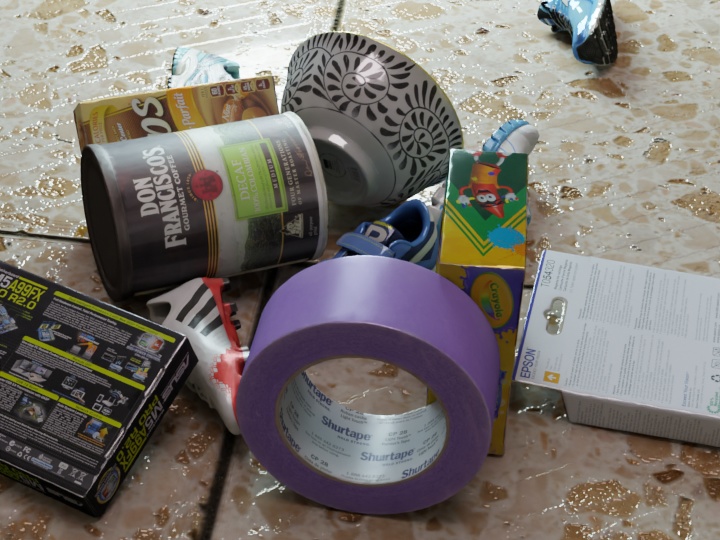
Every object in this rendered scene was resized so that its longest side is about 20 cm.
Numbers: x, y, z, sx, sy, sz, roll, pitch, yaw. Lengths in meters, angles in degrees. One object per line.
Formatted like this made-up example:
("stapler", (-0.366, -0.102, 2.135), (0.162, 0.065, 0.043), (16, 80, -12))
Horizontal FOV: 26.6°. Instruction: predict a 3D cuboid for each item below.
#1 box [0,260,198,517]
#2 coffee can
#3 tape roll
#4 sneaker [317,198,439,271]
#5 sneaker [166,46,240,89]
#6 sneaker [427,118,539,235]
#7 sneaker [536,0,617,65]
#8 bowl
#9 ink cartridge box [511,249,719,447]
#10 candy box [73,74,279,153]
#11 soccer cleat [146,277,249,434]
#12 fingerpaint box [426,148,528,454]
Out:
("box", (-0.260, 0.094, 1.258), (0.200, 0.044, 0.160), (20, 62, 20))
("coffee can", (-0.148, -0.062, 1.428), (0.200, 0.147, 0.146), (-12, 40, -20))
("tape roll", (0.007, 0.092, 1.196), (0.200, 0.200, 0.085), (7, 37, 5))
("sneaker", (0.000, 0.000, 1.413), (0.074, 0.082, 0.200), (29, 46, 28))
("sneaker", (-0.165, -0.181, 1.641), (0.086, 0.078, 0.200), (4, 38, -4))
("sneaker", (0.143, -0.078, 1.546), (0.087, 0.075, 0.200), (29, 50, 16))
("sneaker", (0.262, -0.303, 1.852), (0.090, 0.078, 0.200), (-11, 32, 13))
("bowl", (-0.008, -0.126, 1.495), (0.200, 0.201, 0.094), (21, 55, 21))
("ink cartridge box", (0.247, 0.067, 1.377), (0.200, 0.043, 0.196), (9, 39, 11))
("candy box", (-0.178, -0.123, 1.529), (0.200, 0.116, 0.055), (-11, -2, -18))
("soccer cleat", (-0.139, 0.077, 1.321), (0.085, 0.069, 0.200), (-15, 38, -5))
("fingerpaint box", (0.097, 0.026, 1.290), (0.073, 0.200, 0.167), (5, 38, 3))
